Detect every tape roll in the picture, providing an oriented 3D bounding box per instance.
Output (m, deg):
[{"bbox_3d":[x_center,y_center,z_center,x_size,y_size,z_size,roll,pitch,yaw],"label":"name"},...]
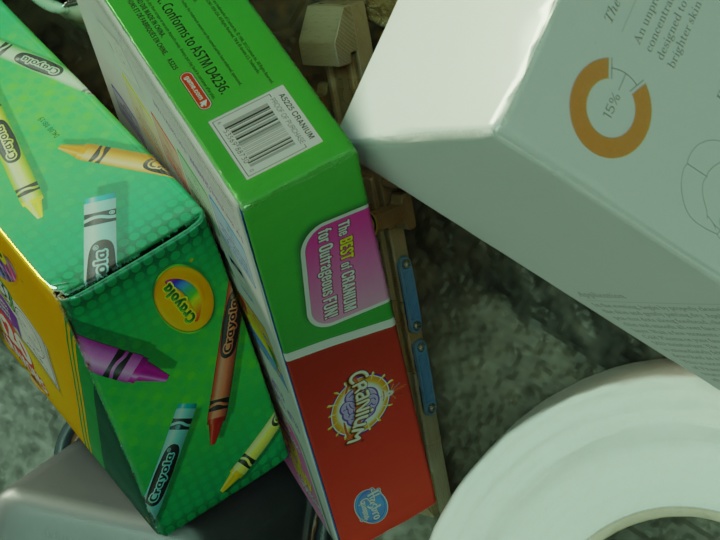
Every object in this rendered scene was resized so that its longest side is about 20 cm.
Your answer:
[{"bbox_3d":[0.121,0.133,0.876,0.202,0.071,0.203,1,93,11],"label":"tape roll"}]

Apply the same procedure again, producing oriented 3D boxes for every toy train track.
[{"bbox_3d":[0.000,0.000,0.898,0.115,0.032,0.201,9,115,53],"label":"toy train track"}]

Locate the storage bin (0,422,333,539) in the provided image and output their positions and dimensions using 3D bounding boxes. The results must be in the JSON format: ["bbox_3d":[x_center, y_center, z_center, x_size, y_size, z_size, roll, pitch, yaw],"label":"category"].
[{"bbox_3d":[-0.097,0.152,0.907,0.145,0.134,0.201,11,96,13],"label":"storage bin"}]

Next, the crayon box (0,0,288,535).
[{"bbox_3d":[-0.109,-0.012,0.857,0.058,0.119,0.200,-31,44,-15],"label":"crayon box"}]

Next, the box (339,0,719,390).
[{"bbox_3d":[0.113,-0.047,0.758,0.200,0.097,0.125,32,75,-27],"label":"box"}]

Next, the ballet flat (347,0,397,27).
[{"bbox_3d":[0.085,-0.093,0.883,0.199,0.071,0.065,21,133,5],"label":"ballet flat"}]

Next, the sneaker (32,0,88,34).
[{"bbox_3d":[-0.038,-0.153,0.878,0.200,0.118,0.074,-40,82,12],"label":"sneaker"}]

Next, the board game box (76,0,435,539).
[{"bbox_3d":[-0.038,-0.016,0.825,0.040,0.200,0.153,-27,53,-10],"label":"board game box"}]
